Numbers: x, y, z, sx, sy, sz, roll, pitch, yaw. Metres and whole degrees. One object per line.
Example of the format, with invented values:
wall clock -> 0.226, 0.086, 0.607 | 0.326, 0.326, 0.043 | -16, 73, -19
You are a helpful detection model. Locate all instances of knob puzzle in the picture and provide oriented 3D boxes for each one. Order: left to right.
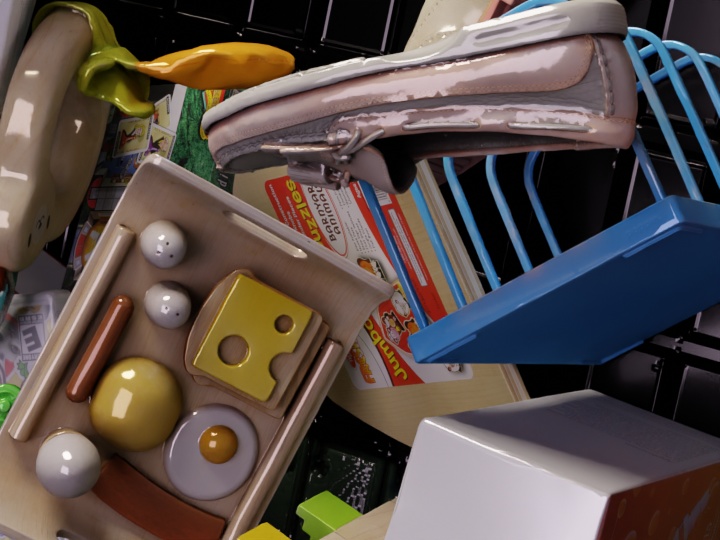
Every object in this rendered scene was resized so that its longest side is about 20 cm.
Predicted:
knob puzzle -> 0.000, 0.000, 1.079 | 0.219, 0.030, 0.221 | 33, 139, 34

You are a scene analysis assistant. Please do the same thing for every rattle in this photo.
rattle -> -0.135, -0.034, 1.081 | 0.142, 0.130, 0.201 | 19, 64, -9

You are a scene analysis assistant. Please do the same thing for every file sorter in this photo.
file sorter -> 0.107, -0.039, 0.960 | 0.138, 0.200, 0.123 | -28, 74, 26

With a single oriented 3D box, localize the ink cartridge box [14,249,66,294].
ink cartridge box -> -0.268, 0.063, 1.232 | 0.144, 0.084, 0.201 | 35, 108, 24

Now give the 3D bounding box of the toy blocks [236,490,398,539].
toy blocks -> -0.012, 0.201, 1.048 | 0.100, 0.200, 0.137 | 31, 120, 26

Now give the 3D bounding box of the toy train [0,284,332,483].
toy train -> -0.104, 0.059, 1.066 | 0.199, 0.042, 0.057 | -19, 90, -8

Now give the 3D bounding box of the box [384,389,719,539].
box -> 0.096, 0.135, 0.965 | 0.097, 0.200, 0.125 | 20, 101, 27

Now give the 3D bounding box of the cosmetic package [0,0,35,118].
cosmetic package -> -0.228, -0.191, 1.095 | 0.122, 0.201, 0.200 | 13, 130, -9

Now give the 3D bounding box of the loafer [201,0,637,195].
loafer -> 0.022, -0.061, 0.862 | 0.199, 0.072, 0.063 | -14, 85, 27

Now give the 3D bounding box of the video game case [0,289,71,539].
video game case -> -0.236, 0.110, 1.151 | 0.199, 0.023, 0.184 | -6, 90, 31

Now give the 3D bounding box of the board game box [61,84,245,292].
board game box -> -0.122, -0.008, 1.140 | 0.104, 0.023, 0.201 | 1, 73, 39

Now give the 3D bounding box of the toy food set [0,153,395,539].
toy food set -> -0.088, 0.063, 1.019 | 0.143, 0.060, 0.201 | 28, 92, -13

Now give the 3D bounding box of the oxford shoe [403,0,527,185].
oxford shoe -> 0.059, -0.122, 1.070 | 0.200, 0.071, 0.074 | -48, 44, 21
